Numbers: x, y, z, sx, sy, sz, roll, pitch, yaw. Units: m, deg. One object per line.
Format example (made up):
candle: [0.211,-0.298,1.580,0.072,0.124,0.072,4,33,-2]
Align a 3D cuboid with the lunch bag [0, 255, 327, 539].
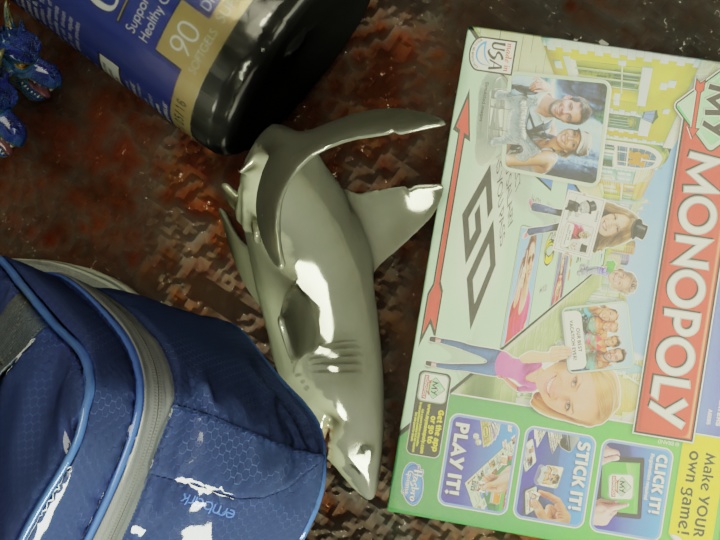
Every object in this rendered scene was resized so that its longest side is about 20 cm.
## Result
lunch bag: [-0.124,0.102,0.834,0.132,0.136,0.200,20,102,-35]

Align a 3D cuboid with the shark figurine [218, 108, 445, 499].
shark figurine: [-0.006,-0.020,0.850,0.089,0.215,0.128,-19,56,-9]

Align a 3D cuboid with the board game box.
board game box: [0.093,0.010,0.891,0.134,0.029,0.200,9,88,10]

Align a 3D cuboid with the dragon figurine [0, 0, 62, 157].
dragon figurine: [-0.213,-0.101,0.907,0.200,0.059,0.100,38,124,8]

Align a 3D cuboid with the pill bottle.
pill bottle: [-0.098,-0.146,0.887,0.200,0.112,0.112,37,92,9]

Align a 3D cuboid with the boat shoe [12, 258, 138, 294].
boat shoe: [-0.185,0.025,0.910,0.200,0.072,0.070,5,87,7]
